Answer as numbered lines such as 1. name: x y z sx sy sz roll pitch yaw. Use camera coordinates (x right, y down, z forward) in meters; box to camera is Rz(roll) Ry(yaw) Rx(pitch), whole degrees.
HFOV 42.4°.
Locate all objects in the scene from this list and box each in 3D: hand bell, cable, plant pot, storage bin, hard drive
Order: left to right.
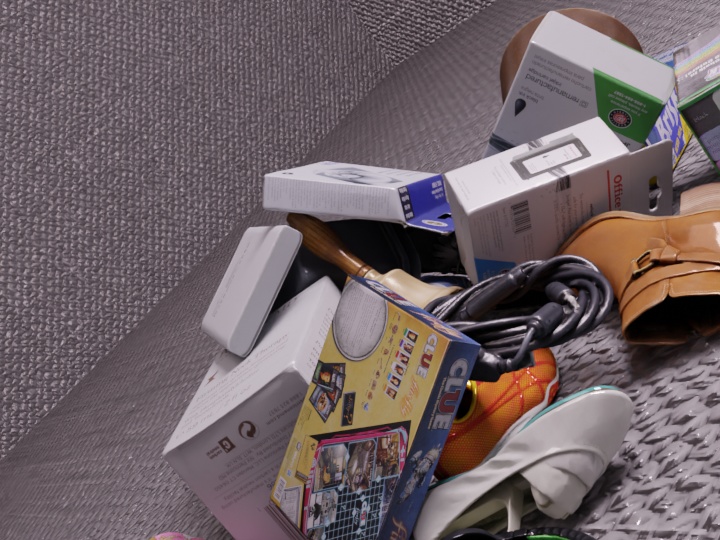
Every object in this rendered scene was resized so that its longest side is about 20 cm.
1. hard drive: -0.121 0.016 0.991 0.133 0.026 0.200 -65 17 -5
2. storage bin: -0.039 0.023 1.062 0.147 0.133 0.201 65 144 39
3. hand bell: 0.000 0.000 0.935 0.104 0.200 0.105 -40 -24 -22
4. cable: 0.107 0.032 0.769 0.162 0.051 0.199 -35 17 -33
5. plant pot: 0.256 -0.184 1.132 0.186 0.187 0.202 -30 31 35

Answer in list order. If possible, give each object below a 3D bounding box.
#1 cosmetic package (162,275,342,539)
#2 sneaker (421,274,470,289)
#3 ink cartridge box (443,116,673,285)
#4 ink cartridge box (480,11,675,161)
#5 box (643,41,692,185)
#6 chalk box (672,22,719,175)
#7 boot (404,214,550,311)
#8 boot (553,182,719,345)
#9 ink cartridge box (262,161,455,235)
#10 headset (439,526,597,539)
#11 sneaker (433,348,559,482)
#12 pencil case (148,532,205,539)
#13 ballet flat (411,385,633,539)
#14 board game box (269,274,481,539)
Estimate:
1. cosmetic package: -0.058 0.147 0.910 0.166 0.167 0.200 -35 14 18
2. sneaker: 0.060 0.052 1.120 0.076 0.077 0.199 -24 4 -36
3. ink cartridge box: 0.188 -0.063 0.874 0.197 0.117 0.068 -20 42 -3
4. ink cartridge box: 0.212 -0.137 0.959 0.083 0.145 0.202 -54 -13 -46
5. box: 0.337 -0.175 1.057 0.064 0.070 0.200 -20 24 49
6. chalk box: 0.357 -0.143 0.807 0.124 0.124 0.201 -30 18 30
7. boot: 0.126 -0.007 0.986 0.197 0.070 0.174 -5 21 9
8. boot: 0.232 0.016 0.777 0.198 0.077 0.156 -21 26 34
9. ink cartridge box: 0.022 -0.084 0.996 0.197 0.041 0.199 9 13 16
10. headset: 0.069 0.228 0.576 0.198 0.095 0.124 -18 17 19
11. sneaker: 0.110 0.100 0.779 0.073 0.078 0.200 -29 4 38
12. pencil case: -0.148 0.294 0.869 0.087 0.083 0.199 -47 16 -28
13. ballet flat: 0.116 0.158 0.661 0.199 0.070 0.070 -38 13 27
14. board game box: 0.006 0.122 0.723 0.135 0.034 0.203 31 105 49
